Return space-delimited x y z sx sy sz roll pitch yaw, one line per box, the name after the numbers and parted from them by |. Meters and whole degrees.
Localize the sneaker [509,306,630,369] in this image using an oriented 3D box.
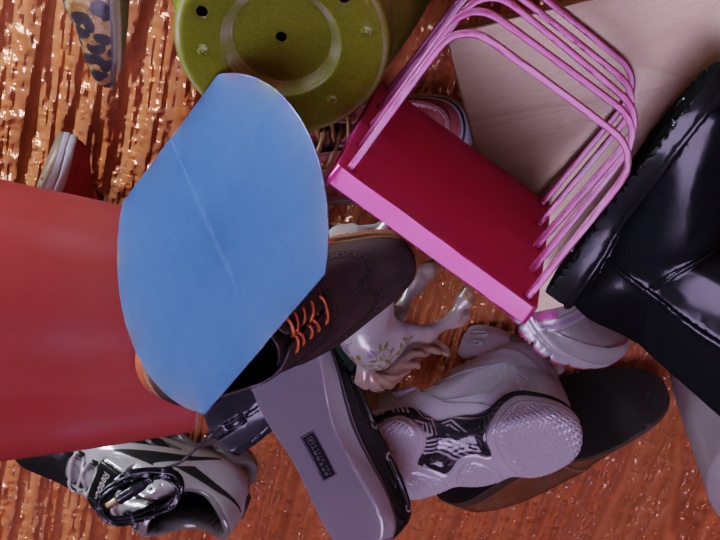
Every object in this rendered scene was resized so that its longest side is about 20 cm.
0.138 -0.009 1.383 0.088 0.081 0.200 -32 117 27 | sneaker

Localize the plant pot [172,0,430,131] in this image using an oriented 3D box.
-0.038 -0.188 1.207 0.199 0.193 0.201 3 126 4 | plant pot

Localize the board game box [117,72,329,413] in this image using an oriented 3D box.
-0.073 -0.017 1.148 0.039 0.158 0.200 5 138 -42 | board game box

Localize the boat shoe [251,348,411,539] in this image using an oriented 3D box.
-0.023 0.105 1.370 0.068 0.057 0.201 -23 89 34 | boat shoe

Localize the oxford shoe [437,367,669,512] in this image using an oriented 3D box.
0.156 0.133 1.503 0.199 0.072 0.071 -26 147 21 | oxford shoe

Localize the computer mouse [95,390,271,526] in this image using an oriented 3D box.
-0.120 0.132 1.487 0.200 0.034 0.059 -39 102 -3 | computer mouse

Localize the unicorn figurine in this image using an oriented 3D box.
0.000 0.000 1.313 0.137 0.074 0.201 -31 110 -20 | unicorn figurine

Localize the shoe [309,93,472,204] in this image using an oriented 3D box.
-0.026 -0.084 1.331 0.199 0.072 0.091 -12 167 18 | shoe

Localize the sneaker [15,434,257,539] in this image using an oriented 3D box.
-0.186 0.166 1.538 0.199 0.089 0.074 10 127 1 | sneaker

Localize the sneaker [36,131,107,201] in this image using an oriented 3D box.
-0.190 -0.011 1.421 0.112 0.071 0.200 16 133 0 | sneaker

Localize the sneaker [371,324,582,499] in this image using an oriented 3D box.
0.065 0.106 1.448 0.199 0.115 0.075 -7 124 7 | sneaker

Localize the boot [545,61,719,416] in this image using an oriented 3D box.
0.234 -0.012 1.212 0.168 0.076 0.200 32 119 0 | boot

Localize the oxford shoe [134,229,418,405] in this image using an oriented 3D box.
-0.042 0.036 1.230 0.199 0.073 0.071 -28 111 -15 | oxford shoe

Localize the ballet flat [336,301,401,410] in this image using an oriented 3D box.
0.005 0.071 1.470 0.070 0.071 0.201 13 125 -3 | ballet flat

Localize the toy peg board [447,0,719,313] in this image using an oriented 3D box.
0.182 -0.097 1.284 0.199 0.098 0.200 -12 109 14 | toy peg board

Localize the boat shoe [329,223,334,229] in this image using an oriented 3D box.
-0.101 0.020 1.413 0.068 0.072 0.200 18 140 -36 | boat shoe

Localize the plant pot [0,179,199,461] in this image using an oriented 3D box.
-0.195 0.036 1.306 0.176 0.201 0.201 3 126 -6 | plant pot

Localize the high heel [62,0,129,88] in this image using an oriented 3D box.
-0.229 -0.215 1.276 0.142 0.071 0.201 -5 108 2 | high heel

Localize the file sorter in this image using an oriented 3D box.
0.084 -0.087 1.146 0.139 0.200 0.126 36 110 -5 | file sorter

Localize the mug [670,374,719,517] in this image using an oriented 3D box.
0.324 0.116 1.408 0.186 0.153 0.150 -9 123 12 | mug
